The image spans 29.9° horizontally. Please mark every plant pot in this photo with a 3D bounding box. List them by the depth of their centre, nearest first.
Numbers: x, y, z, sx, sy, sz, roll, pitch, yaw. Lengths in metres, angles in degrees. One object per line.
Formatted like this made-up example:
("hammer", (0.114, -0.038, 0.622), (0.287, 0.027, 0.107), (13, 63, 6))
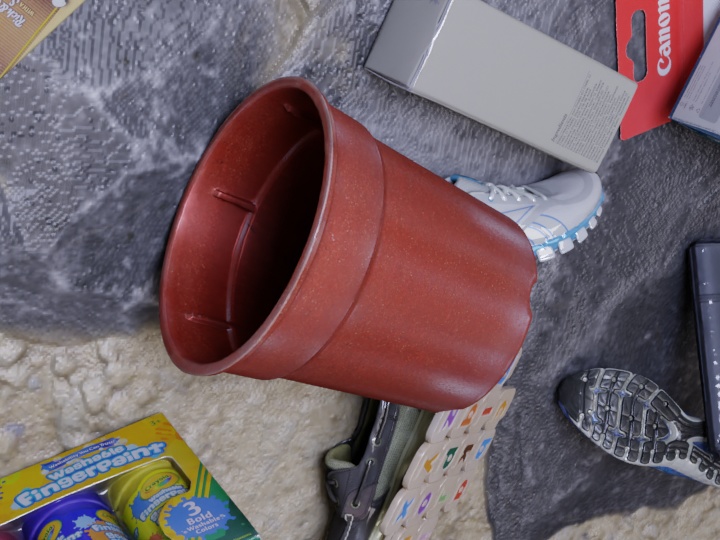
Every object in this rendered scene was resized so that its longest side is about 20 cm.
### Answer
("plant pot", (0.000, 0.000, 0.903), (0.195, 0.201, 0.201), (21, 99, -31))

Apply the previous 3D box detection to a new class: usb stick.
("usb stick", (0.325, 0.069, 1.203), (0.055, 0.033, 0.200), (2, 78, -24))

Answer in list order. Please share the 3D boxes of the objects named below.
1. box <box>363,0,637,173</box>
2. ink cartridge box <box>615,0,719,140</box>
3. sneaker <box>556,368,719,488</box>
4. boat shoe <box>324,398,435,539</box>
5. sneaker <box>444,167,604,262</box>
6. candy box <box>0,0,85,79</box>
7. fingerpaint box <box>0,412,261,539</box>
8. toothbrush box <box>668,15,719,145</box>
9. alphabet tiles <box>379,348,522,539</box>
("box", (0.107, -0.144, 1.003), (0.200, 0.068, 0.082), (20, 99, -37))
("ink cartridge box", (0.303, -0.203, 1.115), (0.200, 0.050, 0.161), (-24, 122, -24))
("sneaker", (0.259, 0.148, 1.228), (0.200, 0.089, 0.079), (26, 75, -17))
("boat shoe", (0.002, 0.159, 1.081), (0.066, 0.072, 0.201), (23, 103, -14))
("sneaker", (0.103, -0.043, 1.048), (0.200, 0.075, 0.087), (-29, 118, -19))
("candy box", (-0.181, -0.215, 0.765), (0.200, 0.055, 0.115), (-46, 142, -10))
("fingerpaint box", (-0.186, 0.197, 0.910), (0.200, 0.167, 0.073), (-21, 124, -22))
("toothbrush box", (0.373, -0.146, 1.105), (0.200, 0.085, 0.147), (19, 101, -34))
("alphabet tiles", (0.071, 0.148, 1.092), (0.200, 0.015, 0.196), (-65, 159, 8))
